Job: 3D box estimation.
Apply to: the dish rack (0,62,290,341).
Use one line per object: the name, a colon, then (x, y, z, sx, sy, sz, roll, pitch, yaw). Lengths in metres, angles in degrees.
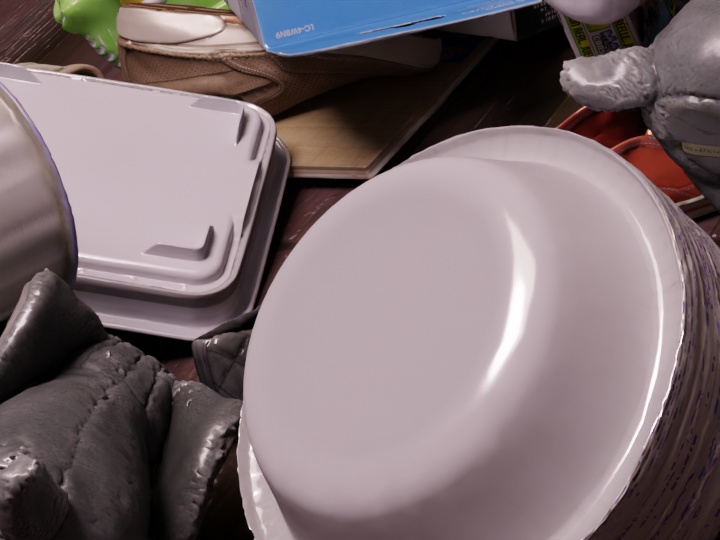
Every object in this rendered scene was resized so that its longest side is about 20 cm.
dish rack: (-0.142, -0.047, 1.074, 0.198, 0.044, 0.172, 9, 44, 3)

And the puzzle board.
puzzle board: (-0.026, -0.098, 1.198, 0.199, 0.017, 0.151, 4, 40, 42)

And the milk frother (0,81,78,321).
milk frother: (-0.208, -0.023, 0.814, 0.187, 0.182, 0.199, -30, 25, -31)

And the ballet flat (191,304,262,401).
ballet flat: (0.000, 0.000, 0.970, 0.066, 0.057, 0.200, 7, 43, 46)

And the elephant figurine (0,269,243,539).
elephant figurine: (-0.117, 0.073, 0.844, 0.154, 0.142, 0.201, -9, 35, 33)

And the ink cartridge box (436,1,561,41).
ink cartridge box: (0.059, -0.171, 1.203, 0.094, 0.037, 0.199, -24, 26, -31)

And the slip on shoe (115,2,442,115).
slip on shoe: (-0.049, -0.117, 1.174, 0.198, 0.061, 0.076, 6, 10, 17)

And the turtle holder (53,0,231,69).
turtle holder: (-0.113, -0.198, 1.291, 0.185, 0.132, 0.141, -34, 17, -8)

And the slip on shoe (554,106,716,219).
slip on shoe: (0.147, -0.065, 0.954, 0.199, 0.062, 0.074, -23, 27, 3)

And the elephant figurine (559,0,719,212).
elephant figurine: (0.210, -0.113, 0.891, 0.141, 0.155, 0.201, -10, 43, 44)

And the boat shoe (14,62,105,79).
boat shoe: (-0.211, -0.058, 1.149, 0.065, 0.073, 0.200, -7, 30, 34)

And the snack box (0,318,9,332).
snack box: (-0.210, -0.025, 1.205, 0.116, 0.037, 0.199, -41, 32, -25)

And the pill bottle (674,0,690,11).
pill bottle: (0.247, -0.191, 1.020, 0.198, 0.117, 0.117, -17, 30, 16)

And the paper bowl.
paper bowl: (0.037, 0.040, 0.752, 0.200, 0.104, 0.202, -22, 52, 31)

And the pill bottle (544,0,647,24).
pill bottle: (0.152, -0.209, 0.919, 0.199, 0.116, 0.116, -36, 30, -14)

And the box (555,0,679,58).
box: (0.133, -0.176, 1.060, 0.034, 0.110, 0.201, -12, 43, 22)

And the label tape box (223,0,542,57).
label tape box: (0.000, -0.175, 1.107, 0.142, 0.067, 0.200, -14, 19, -9)
